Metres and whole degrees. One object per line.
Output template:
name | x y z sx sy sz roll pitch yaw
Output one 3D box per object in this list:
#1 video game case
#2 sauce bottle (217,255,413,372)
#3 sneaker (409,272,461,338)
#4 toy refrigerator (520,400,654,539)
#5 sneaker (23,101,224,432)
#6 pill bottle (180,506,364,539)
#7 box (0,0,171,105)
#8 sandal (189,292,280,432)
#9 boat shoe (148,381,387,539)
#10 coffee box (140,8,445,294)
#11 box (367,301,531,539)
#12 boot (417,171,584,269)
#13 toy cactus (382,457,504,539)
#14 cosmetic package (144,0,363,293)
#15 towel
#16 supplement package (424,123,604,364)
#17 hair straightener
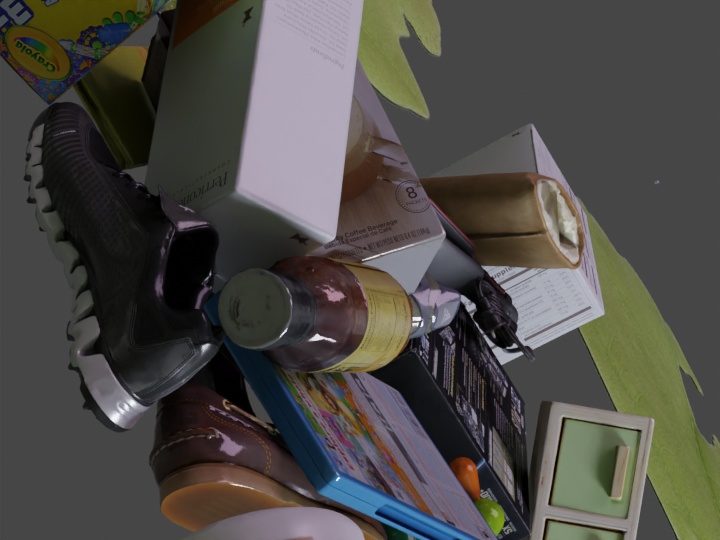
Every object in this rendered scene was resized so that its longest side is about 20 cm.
video game case | 0.001 0.095 1.123 0.200 0.018 0.143 34 18 -53
sauce bottle | -0.025 0.023 1.059 0.066 0.066 0.200 65 15 12
sneaker | 0.000 0.000 1.342 0.200 0.081 0.074 -130 -137 -54
toy refrigerator | 0.151 0.196 1.381 0.070 0.076 0.201 105 -4 -86
sneaker | -0.118 -0.017 1.030 0.066 0.090 0.200 44 23 -54
pill bottle | -0.025 0.217 0.869 0.114 0.114 0.200 40 26 -56
box | -0.132 -0.223 1.129 0.122 0.193 0.200 47 17 -14
sandal | -0.086 0.041 1.147 0.201 0.048 0.075 51 14 8
boat shoe | -0.044 0.120 1.072 0.200 0.070 0.070 44 26 -51
coffee box | -0.046 -0.072 1.222 0.200 0.114 0.080 64 -25 21
box | 0.046 0.096 1.407 0.164 0.086 0.200 57 15 -18
boot | 0.047 -0.059 1.464 0.175 0.200 0.066 45 53 -50
toy cactus | 0.042 0.208 1.225 0.165 0.102 0.200 -32 97 -57
cosmetic package | -0.061 -0.098 1.116 0.071 0.101 0.200 27 54 -32
towel | -0.141 -0.108 1.279 0.086 0.018 0.200 58 14 1
supplement package | 0.113 -0.015 1.712 0.111 0.155 0.200 57 15 -21
hair straightener | 0.081 0.024 1.431 0.200 0.041 0.077 50 18 -53
